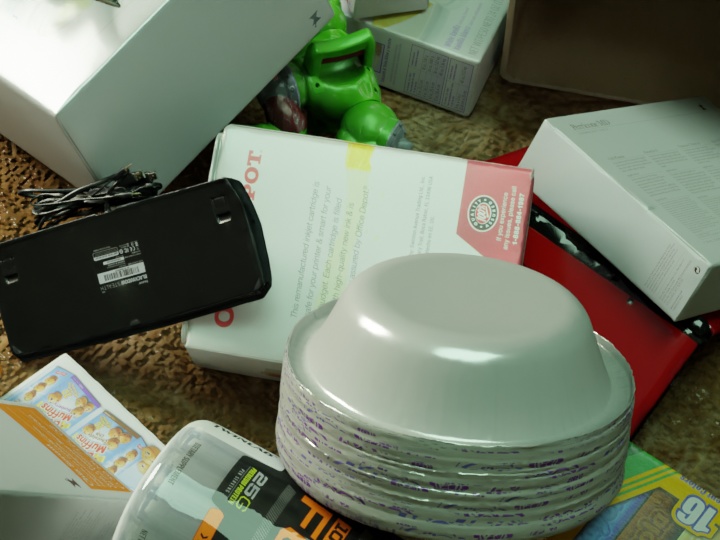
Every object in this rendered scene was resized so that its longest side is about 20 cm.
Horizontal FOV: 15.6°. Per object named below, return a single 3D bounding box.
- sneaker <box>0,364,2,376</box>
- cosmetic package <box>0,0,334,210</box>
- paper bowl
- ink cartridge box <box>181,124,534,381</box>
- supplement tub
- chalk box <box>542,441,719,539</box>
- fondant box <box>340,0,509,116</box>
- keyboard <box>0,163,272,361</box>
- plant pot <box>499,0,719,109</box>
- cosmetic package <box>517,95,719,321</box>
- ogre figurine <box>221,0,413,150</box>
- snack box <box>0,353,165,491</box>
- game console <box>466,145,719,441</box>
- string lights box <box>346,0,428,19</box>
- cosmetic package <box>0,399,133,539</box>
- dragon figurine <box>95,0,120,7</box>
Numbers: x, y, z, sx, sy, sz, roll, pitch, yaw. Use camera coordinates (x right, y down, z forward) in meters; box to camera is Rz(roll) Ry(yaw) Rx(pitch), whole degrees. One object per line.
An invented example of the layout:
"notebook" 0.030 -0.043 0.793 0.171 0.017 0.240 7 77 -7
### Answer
"sneaker" -0.310 0.092 1.573 0.199 0.076 0.092 -11 60 -7
"cosmetic package" -0.163 -0.172 1.702 0.200 0.123 0.199 33 73 36
"paper bowl" 0.055 0.061 1.468 0.199 0.105 0.201 5 23 -2
"ink cartridge box" 0.000 0.000 1.636 0.198 0.083 0.146 9 78 4
"supplement tub" -0.035 0.179 1.472 0.199 0.123 0.123 27 52 11
"chalk box" 0.138 0.223 1.488 0.123 0.125 0.200 33 53 18
"fondant box" 0.013 -0.207 1.865 0.199 0.058 0.145 20 51 9
"keyboard" -0.141 -0.014 1.616 0.199 0.105 0.040 -14 1 28
"plant pot" 0.209 -0.231 1.781 0.198 0.200 0.178 9 72 3
"cosmetic package" 0.215 -0.045 1.715 0.151 0.052 0.199 46 32 24
"ogre figurine" -0.044 -0.113 1.755 0.119 0.098 0.200 -22 45 -9
"snack box" -0.139 0.134 1.584 0.072 0.024 0.200 -36 64 -29
"game console" 0.137 0.020 1.723 0.200 0.119 0.173 35 86 20
"string lights box" -0.001 -0.282 1.820 0.059 0.103 0.201 -9 52 -16
"cosmetic package" -0.214 0.124 1.472 0.101 0.200 0.071 38 98 20
"dragon figurine" -0.195 -0.237 1.637 0.100 0.059 0.200 -51 43 -5
